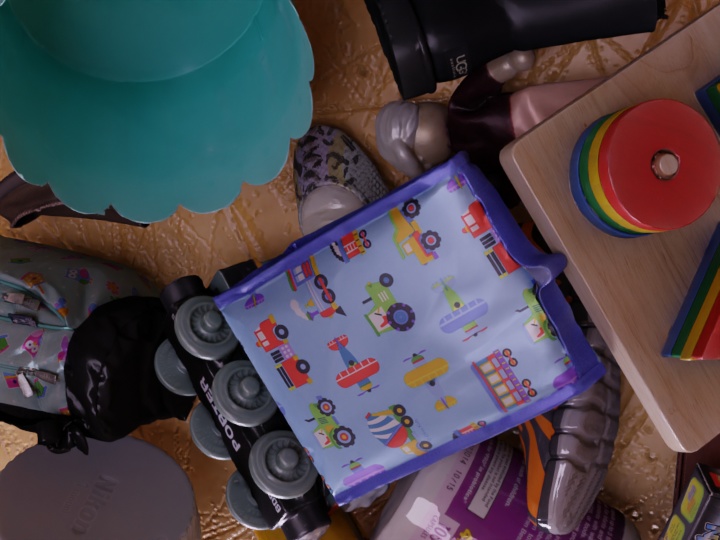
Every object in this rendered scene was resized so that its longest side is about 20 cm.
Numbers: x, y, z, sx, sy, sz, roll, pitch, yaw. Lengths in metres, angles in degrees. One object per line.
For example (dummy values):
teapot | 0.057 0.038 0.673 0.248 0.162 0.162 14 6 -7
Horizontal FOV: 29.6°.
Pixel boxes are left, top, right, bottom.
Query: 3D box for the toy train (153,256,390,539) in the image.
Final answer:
toy train | -0.057 0.082 0.914 0.201 0.113 0.085 59 147 17

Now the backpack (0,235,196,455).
backpack | -0.229 0.048 0.984 0.199 0.167 0.128 13 93 20

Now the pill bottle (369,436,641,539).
pill bottle | 0.115 0.190 0.900 0.199 0.112 0.113 31 115 1

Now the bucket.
bucket | -0.131 -0.146 0.821 0.205 0.135 0.208 -7 133 -8

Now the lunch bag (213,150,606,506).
lunch bag | 0.036 0.030 0.799 0.199 0.094 0.151 -27 97 40

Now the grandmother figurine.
grandmother figurine | 0.102 -0.088 0.858 0.198 0.061 0.122 -1 116 24

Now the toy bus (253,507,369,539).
toy bus | -0.014 0.214 0.915 0.065 0.200 0.079 -36 117 -2

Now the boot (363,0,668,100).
boot | 0.078 -0.201 0.818 0.167 0.077 0.201 -17 57 -2

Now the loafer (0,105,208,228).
loafer | -0.175 -0.059 0.962 0.199 0.073 0.071 -16 100 25

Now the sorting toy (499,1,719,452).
sorting toy | 0.214 -0.035 0.756 0.198 0.070 0.201 -34 97 -15

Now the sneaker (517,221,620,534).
sneaker | 0.107 0.064 0.874 0.111 0.078 0.202 3 74 28

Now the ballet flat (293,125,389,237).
ballet flat | 0.000 0.000 0.916 0.072 0.072 0.202 -19 98 25

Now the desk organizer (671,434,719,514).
desk organizer | 0.241 0.095 0.852 0.076 0.072 0.202 6 108 17

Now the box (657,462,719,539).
box | 0.215 0.222 0.829 0.109 0.035 0.201 17 112 -8

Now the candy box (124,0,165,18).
candy box | -0.143 -0.283 0.838 0.167 0.072 0.200 29 121 -31

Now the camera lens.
camera lens | -0.198 0.241 0.998 0.159 0.160 0.201 19 125 15
